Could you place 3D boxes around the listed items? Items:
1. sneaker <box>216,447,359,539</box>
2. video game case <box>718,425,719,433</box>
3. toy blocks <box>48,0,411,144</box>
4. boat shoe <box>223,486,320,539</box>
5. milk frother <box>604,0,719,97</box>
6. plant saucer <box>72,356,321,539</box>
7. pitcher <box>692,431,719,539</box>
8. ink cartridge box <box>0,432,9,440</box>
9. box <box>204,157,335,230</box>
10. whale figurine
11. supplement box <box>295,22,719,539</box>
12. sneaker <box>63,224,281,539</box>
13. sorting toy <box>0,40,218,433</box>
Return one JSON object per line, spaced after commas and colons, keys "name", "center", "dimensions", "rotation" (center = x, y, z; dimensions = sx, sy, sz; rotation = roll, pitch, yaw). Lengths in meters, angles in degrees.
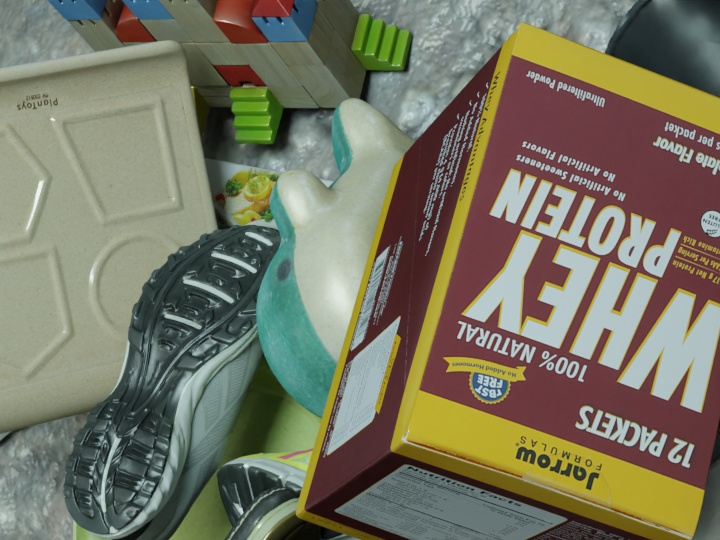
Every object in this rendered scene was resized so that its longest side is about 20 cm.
{"name": "sneaker", "center": [0.008, 0.124, 1.157], "dimensions": [0.199, 0.090, 0.079], "rotation": [2, 118, 40]}
{"name": "video game case", "center": [0.247, 0.112, 1.017], "dimensions": [0.200, 0.018, 0.143], "rotation": [41, 136, 19]}
{"name": "toy blocks", "center": [-0.088, -0.151, 1.246], "dimensions": [0.199, 0.137, 0.100], "rotation": [3, 65, 26]}
{"name": "boat shoe", "center": [-0.085, 0.184, 1.154], "dimensions": [0.065, 0.073, 0.200], "rotation": [46, 127, 24]}
{"name": "milk frother", "center": [0.205, -0.082, 1.031], "dimensions": [0.181, 0.199, 0.189], "rotation": [-51, 58, 35]}
{"name": "plant saucer", "center": [-0.080, 0.148, 1.249], "dimensions": [0.199, 0.031, 0.201], "rotation": [-6, 76, 27]}
{"name": "pitcher", "center": [0.208, 0.171, 0.949], "dimensions": [0.121, 0.171, 0.200], "rotation": [-37, 87, 23]}
{"name": "ink cartridge box", "center": [-0.263, -0.013, 1.319], "dimensions": [0.144, 0.147, 0.201], "rotation": [-38, 64, 17]}
{"name": "box", "center": [-0.085, -0.045, 1.289], "dimensions": [0.199, 0.041, 0.039], "rotation": [11, 84, 31]}
{"name": "whale figurine", "center": [0.000, 0.000, 1.171], "dimensions": [0.104, 0.159, 0.201], "rotation": [-34, 38, 31]}
{"name": "supplement box", "center": [0.078, 0.027, 0.987], "dimensions": [0.132, 0.200, 0.198], "rotation": [19, 71, -10]}
{"name": "sneaker", "center": [-0.096, 0.064, 1.194], "dimensions": [0.074, 0.079, 0.201], "rotation": [22, 76, 27]}
{"name": "sorting toy", "center": [-0.169, -0.018, 1.199], "dimensions": [0.036, 0.184, 0.201], "rotation": [10, 110, 63]}
